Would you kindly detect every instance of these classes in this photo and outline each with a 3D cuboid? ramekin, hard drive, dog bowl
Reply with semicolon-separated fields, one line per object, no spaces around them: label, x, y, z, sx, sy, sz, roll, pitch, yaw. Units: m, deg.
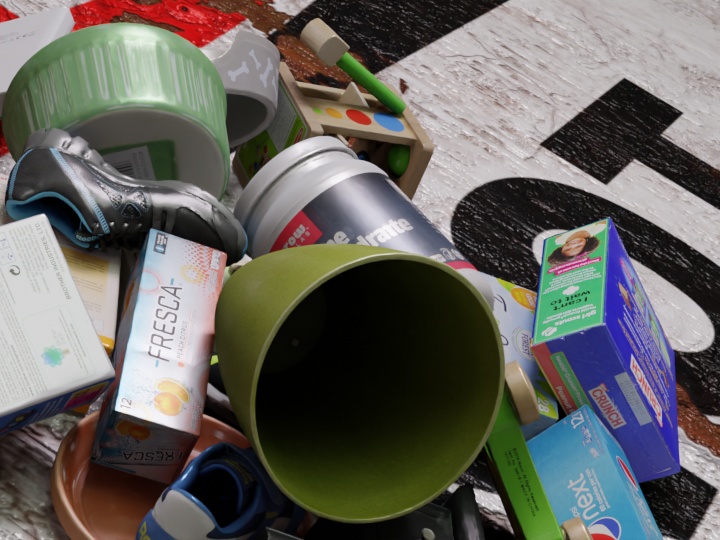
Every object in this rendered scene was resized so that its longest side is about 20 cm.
ramekin;-0.207;-0.106;1.497;0.199;0.200;0.098;9;41;-26
hard drive;-0.348;-0.184;1.602;0.131;0.026;0.200;-13;28;10
dog bowl;-0.169;-0.160;1.623;0.200;0.200;0.059;0;72;-37

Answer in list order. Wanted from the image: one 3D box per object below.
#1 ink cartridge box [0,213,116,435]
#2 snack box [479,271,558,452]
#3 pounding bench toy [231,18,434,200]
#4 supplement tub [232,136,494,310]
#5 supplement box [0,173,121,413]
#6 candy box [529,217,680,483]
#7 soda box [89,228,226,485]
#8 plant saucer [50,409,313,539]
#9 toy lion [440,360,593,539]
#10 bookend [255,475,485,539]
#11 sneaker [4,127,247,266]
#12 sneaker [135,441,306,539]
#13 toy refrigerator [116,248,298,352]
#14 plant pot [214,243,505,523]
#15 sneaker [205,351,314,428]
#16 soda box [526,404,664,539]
ink cartridge box;-0.293;0.056;1.208;0.200;0.076;0.137;-19;76;-30
snack box;0.088;0.072;1.560;0.168;0.068;0.200;20;32;-8
pounding bench toy;-0.008;-0.141;1.691;0.156;0.200;0.124;6;35;-29
supplement tub;0.000;0.000;1.407;0.140;0.141;0.200;-12;51;-47
supplement box;-0.262;0.014;1.379;0.126;0.074;0.200;17;31;-15
candy box;0.226;0.074;1.573;0.169;0.077;0.200;61;20;-22
soda box;-0.151;0.063;1.303;0.068;0.064;0.200;19;40;-13
plant saucer;-0.132;0.175;1.266;0.200;0.032;0.201;19;31;-12
toy lion;0.120;0.162;1.325;0.192;0.068;0.201;-112;180;-85
bookend;-0.010;0.218;1.183;0.198;0.092;0.200;24;33;-24
sneaker;-0.191;-0.039;1.391;0.199;0.073;0.082;21;47;-1
sneaker;-0.085;0.160;1.214;0.074;0.082;0.200;32;29;14
toy refrigerator;-0.111;0.034;1.467;0.199;0.070;0.076;7;35;-29
plant pot;-0.026;0.055;1.226;0.187;0.188;0.200;9;10;-27
sneaker;-0.061;0.096;1.365;0.200;0.083;0.072;33;-2;20
soda box;0.201;0.207;1.412;0.064;0.068;0.200;48;15;-35
